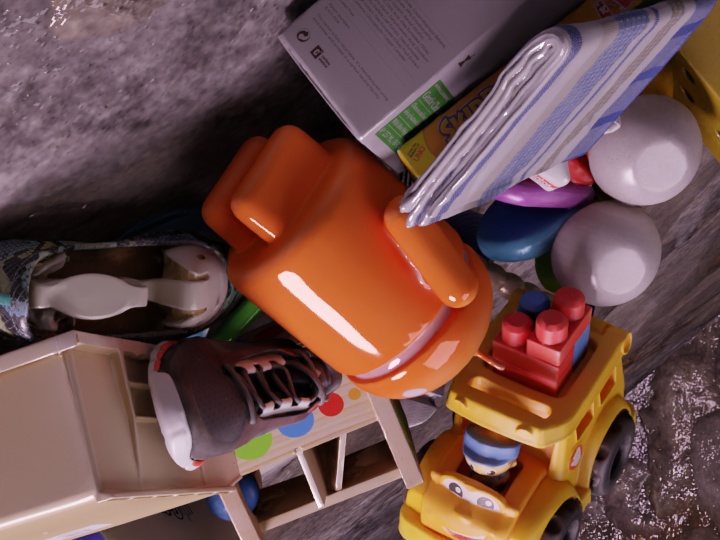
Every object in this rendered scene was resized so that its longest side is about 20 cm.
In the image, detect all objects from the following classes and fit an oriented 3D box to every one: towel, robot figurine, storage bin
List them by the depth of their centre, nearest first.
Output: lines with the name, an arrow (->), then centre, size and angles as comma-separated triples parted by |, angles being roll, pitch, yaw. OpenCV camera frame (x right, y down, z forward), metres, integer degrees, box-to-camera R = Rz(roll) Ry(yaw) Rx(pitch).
towel -> 0.115, -0.097, 0.775 | 0.200, 0.024, 0.147 | -25, 160, -50
robot figurine -> 0.001, 0.000, 0.834 | 0.144, 0.200, 0.117 | -38, -155, 25
storage bin -> -0.200, 0.117, 0.837 | 0.200, 0.094, 0.199 | -19, 167, 15

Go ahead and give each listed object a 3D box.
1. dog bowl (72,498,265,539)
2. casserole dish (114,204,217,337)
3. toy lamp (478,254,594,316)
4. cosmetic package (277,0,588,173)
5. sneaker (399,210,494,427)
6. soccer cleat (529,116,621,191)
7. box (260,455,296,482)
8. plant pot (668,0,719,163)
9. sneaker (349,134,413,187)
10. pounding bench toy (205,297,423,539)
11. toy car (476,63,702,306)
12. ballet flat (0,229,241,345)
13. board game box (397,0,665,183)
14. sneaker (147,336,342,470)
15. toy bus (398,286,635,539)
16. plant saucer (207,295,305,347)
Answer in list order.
dog bowl -> -0.167, 0.201, 1.043 | 0.079, 0.200, 0.200 | -46, 161, 17
casserole dish -> -0.144, 0.031, 0.930 | 0.121, 0.039, 0.200 | -26, 160, -31
toy lamp -> 0.094, 0.001, 1.104 | 0.058, 0.200, 0.058 | -50, -157, 30
cosmetic package -> 0.063, -0.157, 0.781 | 0.200, 0.085, 0.108 | -39, 166, 8
sneaker -> 0.042, 0.039, 1.177 | 0.115, 0.081, 0.200 | 149, -37, -74
soccer cleat -> 0.156, -0.140, 0.936 | 0.200, 0.085, 0.069 | -50, -167, -25
box -> -0.122, 0.171, 1.269 | 0.200, 0.068, 0.082 | -38, 163, 2
plant pot -> 0.317, -0.181, 1.032 | 0.176, 0.200, 0.200 | -35, 163, 2
sneaker -> 0.029, -0.101, 0.906 | 0.200, 0.078, 0.090 | -57, -165, 20
pounding bench toy -> -0.067, 0.076, 1.013 | 0.156, 0.200, 0.124 | -22, -162, 2
toy car -> 0.153, -0.079, 1.045 | 0.150, 0.175, 0.200 | 11, 113, -15
ballet flat -> -0.130, 0.014, 0.800 | 0.200, 0.074, 0.074 | -7, 146, -43
board game box -> 0.111, -0.113, 0.812 | 0.200, 0.030, 0.096 | -36, 168, 2
sneaker -> -0.063, 0.067, 0.838 | 0.082, 0.077, 0.200 | -17, 179, 15
toy bus -> 0.121, 0.107, 1.025 | 0.200, 0.136, 0.192 | -50, 151, -34
plant saucer -> -0.053, 0.043, 1.149 | 0.200, 0.032, 0.200 | -33, 163, -12
